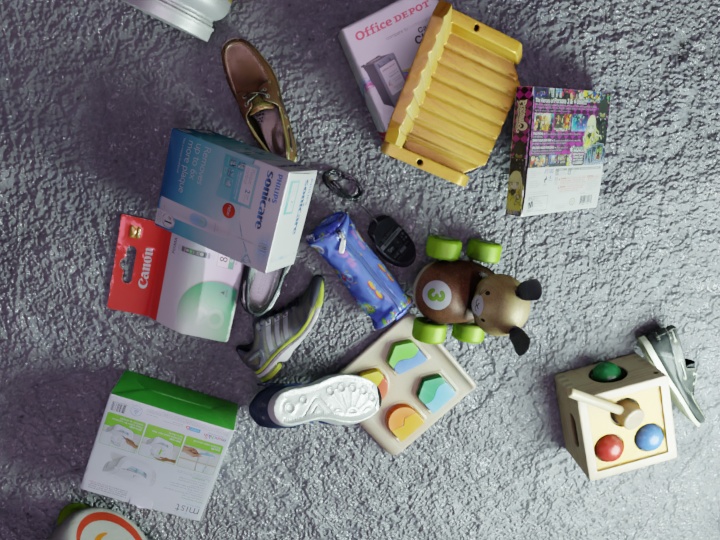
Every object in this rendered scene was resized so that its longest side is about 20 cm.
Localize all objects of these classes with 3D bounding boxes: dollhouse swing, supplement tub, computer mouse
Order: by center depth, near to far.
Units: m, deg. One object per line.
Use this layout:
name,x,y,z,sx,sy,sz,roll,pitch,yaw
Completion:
dollhouse swing,0.129,-0.219,0.812,0.181,0.176,0.201,21,101,-12
supplement tub,-0.221,-0.422,0.828,0.144,0.144,0.201,23,101,-11
computer mouse,0.012,-0.081,0.998,0.200,0.034,0.059,48,68,-7

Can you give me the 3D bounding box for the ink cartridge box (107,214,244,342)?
ink cartridge box,-0.287,0.012,0.985,0.199,0.050,0.162,12,103,-10

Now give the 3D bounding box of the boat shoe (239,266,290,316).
boat shoe,-0.136,-0.026,0.974,0.075,0.060,0.201,10,97,-15

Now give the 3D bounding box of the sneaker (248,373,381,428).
sneaker,-0.083,0.214,1.031,0.199,0.146,0.081,-1,81,-30

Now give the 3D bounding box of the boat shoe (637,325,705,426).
boat shoe,0.557,0.186,1.097,0.067,0.072,0.201,-31,103,7

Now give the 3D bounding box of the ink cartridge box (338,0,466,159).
ink cartridge box,0.072,-0.284,0.923,0.147,0.086,0.201,-26,107,2

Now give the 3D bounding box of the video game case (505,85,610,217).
video game case,0.298,-0.178,0.945,0.199,0.036,0.182,-10,109,-38

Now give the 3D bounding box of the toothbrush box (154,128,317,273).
toothbrush box,-0.178,-0.102,0.898,0.199,0.085,0.147,23,109,17

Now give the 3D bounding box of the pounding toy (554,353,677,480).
pounding toy,0.420,0.237,1.061,0.183,0.142,0.201,-14,106,-2

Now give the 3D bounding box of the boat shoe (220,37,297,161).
boat shoe,-0.142,-0.244,0.920,0.072,0.068,0.201,-26,105,2

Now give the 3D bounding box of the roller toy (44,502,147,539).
roller toy,-0.443,0.498,1.023,0.182,0.200,0.140,42,98,-20

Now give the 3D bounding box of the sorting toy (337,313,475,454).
sorting toy,0.071,0.199,1.072,0.200,0.036,0.185,-40,105,6

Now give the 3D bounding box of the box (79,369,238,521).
box,-0.322,0.286,1.027,0.199,0.097,0.177,19,103,-10

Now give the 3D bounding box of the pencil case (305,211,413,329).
pencil case,0.000,0.000,0.989,0.078,0.087,0.200,-41,106,-11

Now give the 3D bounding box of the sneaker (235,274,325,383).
sneaker,-0.125,0.085,1.008,0.081,0.074,0.200,35,97,-10

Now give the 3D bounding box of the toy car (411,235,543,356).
toy car,0.188,0.049,0.946,0.157,0.200,0.165,3,102,-29
